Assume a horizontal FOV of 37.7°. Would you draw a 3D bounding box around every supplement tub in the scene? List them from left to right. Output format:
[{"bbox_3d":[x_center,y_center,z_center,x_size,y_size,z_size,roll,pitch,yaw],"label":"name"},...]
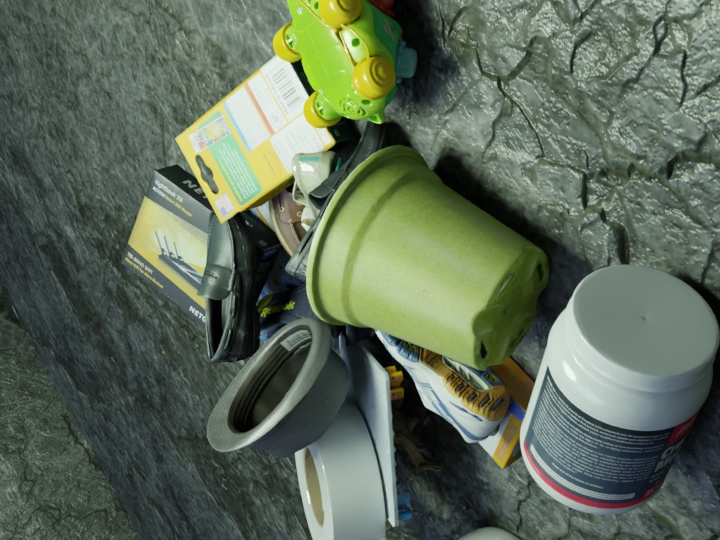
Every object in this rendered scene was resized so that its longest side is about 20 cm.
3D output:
[{"bbox_3d":[0.224,0.108,0.928,0.140,0.140,0.201,44,147,30],"label":"supplement tub"}]

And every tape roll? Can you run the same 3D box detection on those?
[{"bbox_3d":[-0.029,0.273,1.363,0.202,0.070,0.204,172,90,-75],"label":"tape roll"}]

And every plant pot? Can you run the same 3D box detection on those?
[{"bbox_3d":[0.079,0.001,1.056,0.184,0.200,0.201,28,137,29],"label":"plant pot"}]

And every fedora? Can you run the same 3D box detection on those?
[{"bbox_3d":[-0.086,0.156,1.282,0.090,0.200,0.177,41,170,-24],"label":"fedora"}]

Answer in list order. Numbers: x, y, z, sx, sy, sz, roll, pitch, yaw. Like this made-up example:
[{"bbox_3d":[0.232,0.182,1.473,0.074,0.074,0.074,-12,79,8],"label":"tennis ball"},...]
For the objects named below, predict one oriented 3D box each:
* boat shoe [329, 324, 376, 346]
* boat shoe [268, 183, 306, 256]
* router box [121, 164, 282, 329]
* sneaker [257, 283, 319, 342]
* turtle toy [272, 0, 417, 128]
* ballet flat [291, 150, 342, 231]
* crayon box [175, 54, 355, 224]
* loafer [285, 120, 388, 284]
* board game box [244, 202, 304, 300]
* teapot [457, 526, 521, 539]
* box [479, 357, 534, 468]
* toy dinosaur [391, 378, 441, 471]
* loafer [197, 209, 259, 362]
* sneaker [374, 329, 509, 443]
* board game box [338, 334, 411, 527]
[{"bbox_3d":[0.000,0.000,1.253,0.075,0.093,0.201,27,136,43],"label":"boat shoe"},{"bbox_3d":[-0.076,-0.091,1.326,0.067,0.072,0.201,-9,103,62],"label":"boat shoe"},{"bbox_3d":[-0.219,-0.024,1.441,0.200,0.052,0.158,35,118,17],"label":"router box"},{"bbox_3d":[-0.067,0.067,1.399,0.082,0.074,0.200,37,155,-28],"label":"sneaker"},{"bbox_3d":[-0.014,-0.243,1.064,0.146,0.101,0.201,-15,100,59],"label":"turtle toy"},{"bbox_3d":[-0.046,-0.078,1.255,0.062,0.068,0.200,6,148,9],"label":"ballet flat"},{"bbox_3d":[-0.117,-0.159,1.268,0.200,0.052,0.126,-31,86,32],"label":"crayon box"},{"bbox_3d":[-0.022,-0.077,1.135,0.070,0.201,0.068,19,164,7],"label":"loafer"},{"bbox_3d":[-0.125,-0.038,1.482,0.201,0.041,0.200,58,151,10],"label":"board game box"},{"bbox_3d":[0.154,0.427,1.310,0.197,0.146,0.201,15,125,53],"label":"teapot"},{"bbox_3d":[0.123,0.118,1.209,0.200,0.041,0.119,45,147,25],"label":"box"},{"bbox_3d":[0.035,0.185,1.391,0.200,0.058,0.101,53,151,17],"label":"toy dinosaur"},{"bbox_3d":[-0.171,0.019,1.339,0.068,0.070,0.202,9,106,47],"label":"loafer"},{"bbox_3d":[0.074,0.110,1.166,0.200,0.075,0.088,48,147,26],"label":"sneaker"},{"bbox_3d":[0.017,0.186,1.328,0.200,0.026,0.201,-137,41,-67],"label":"board game box"}]
